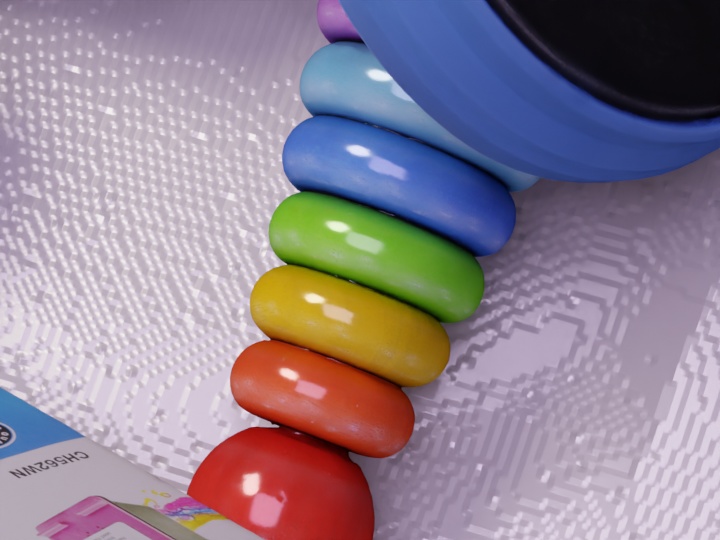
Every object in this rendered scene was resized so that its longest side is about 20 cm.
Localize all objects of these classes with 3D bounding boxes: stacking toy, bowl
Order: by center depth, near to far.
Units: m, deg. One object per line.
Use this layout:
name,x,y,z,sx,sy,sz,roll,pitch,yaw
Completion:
bowl,0.063,-0.125,0.794,0.039,0.201,0.201,-13,67,48
stacking toy,0.000,0.000,0.833,0.085,0.085,0.200,20,84,18

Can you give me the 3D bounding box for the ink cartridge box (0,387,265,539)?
ink cartridge box,-0.082,0.114,0.756,0.200,0.144,0.085,28,115,28
